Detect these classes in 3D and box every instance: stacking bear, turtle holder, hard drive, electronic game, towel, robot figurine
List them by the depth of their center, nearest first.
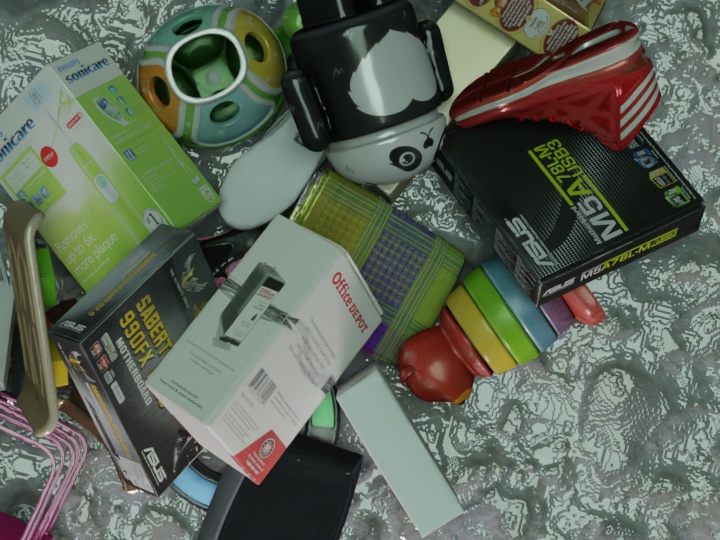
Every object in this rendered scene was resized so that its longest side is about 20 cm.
[{"bbox_3d":[0.008,-0.179,1.595,0.150,0.125,0.201,-16,101,7],"label":"robot figurine"},{"bbox_3d":[-0.127,-0.192,1.666,0.184,0.132,0.142,1,88,-1],"label":"turtle holder"},{"bbox_3d":[-0.086,0.258,1.679,0.134,0.042,0.201,20,100,-11],"label":"hard drive"},{"bbox_3d":[0.000,0.000,1.680,0.200,0.023,0.144,28,90,-29],"label":"towel"},{"bbox_3d":[0.127,0.058,1.681,0.200,0.121,0.114,-35,83,3],"label":"stacking bear"},{"bbox_3d":[-0.119,0.146,1.705,0.199,0.042,0.201,0,89,-1],"label":"electronic game"}]

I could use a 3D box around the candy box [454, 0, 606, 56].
[{"bbox_3d":[0.139,-0.285,1.677,0.200,0.116,0.055,34,119,-1],"label":"candy box"}]

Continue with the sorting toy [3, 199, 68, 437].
[{"bbox_3d":[-0.300,0.039,1.586,0.036,0.185,0.201,-4,98,-17],"label":"sorting toy"}]

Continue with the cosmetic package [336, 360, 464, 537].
[{"bbox_3d":[0.035,0.166,1.629,0.052,0.200,0.151,-34,89,0],"label":"cosmetic package"}]

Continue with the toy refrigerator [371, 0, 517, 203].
[{"bbox_3d":[0.065,-0.169,1.702,0.076,0.070,0.200,39,88,7],"label":"toy refrigerator"}]

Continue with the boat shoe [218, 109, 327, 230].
[{"bbox_3d":[-0.067,-0.122,1.696,0.071,0.070,0.200,36,87,1],"label":"boat shoe"}]

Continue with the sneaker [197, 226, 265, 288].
[{"bbox_3d":[-0.165,0.013,1.686,0.199,0.079,0.096,-29,56,-13],"label":"sneaker"}]

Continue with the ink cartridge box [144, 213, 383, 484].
[{"bbox_3d":[-0.083,0.072,1.555,0.083,0.147,0.200,30,74,29],"label":"ink cartridge box"}]

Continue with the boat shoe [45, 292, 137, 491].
[{"bbox_3d":[-0.266,0.127,1.687,0.074,0.075,0.203,-17,78,-13],"label":"boat shoe"}]

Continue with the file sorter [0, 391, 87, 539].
[{"bbox_3d":[-0.349,0.193,1.621,0.138,0.200,0.126,25,89,-1],"label":"file sorter"}]

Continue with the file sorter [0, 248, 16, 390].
[{"bbox_3d":[-0.441,0.030,1.630,0.199,0.125,0.139,-3,45,-1],"label":"file sorter"}]

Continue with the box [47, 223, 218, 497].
[{"bbox_3d":[-0.185,0.084,1.578,0.158,0.048,0.201,-46,134,-32],"label":"box"}]

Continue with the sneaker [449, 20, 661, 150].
[{"bbox_3d":[0.190,-0.148,1.622,0.199,0.078,0.116,-19,115,27],"label":"sneaker"}]

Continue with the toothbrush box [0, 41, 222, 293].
[{"bbox_3d":[-0.255,-0.093,1.651,0.145,0.086,0.200,-37,90,37],"label":"toothbrush box"}]

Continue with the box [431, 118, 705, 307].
[{"bbox_3d":[0.198,-0.084,1.647,0.192,0.048,0.200,-22,59,-19],"label":"box"}]
